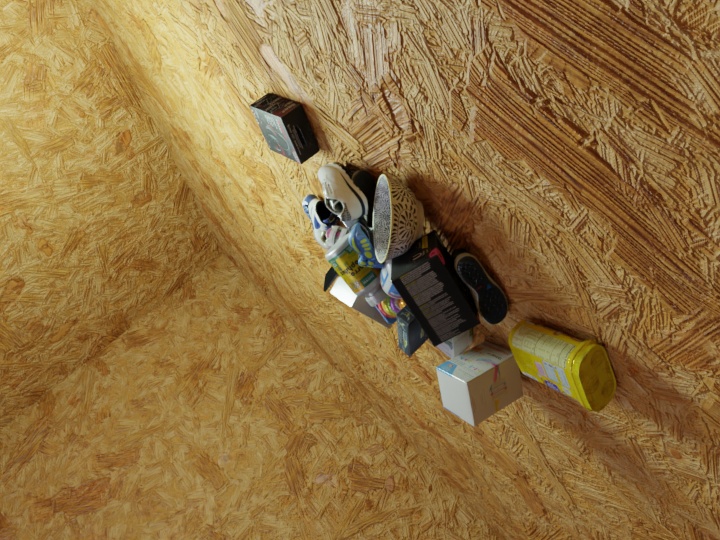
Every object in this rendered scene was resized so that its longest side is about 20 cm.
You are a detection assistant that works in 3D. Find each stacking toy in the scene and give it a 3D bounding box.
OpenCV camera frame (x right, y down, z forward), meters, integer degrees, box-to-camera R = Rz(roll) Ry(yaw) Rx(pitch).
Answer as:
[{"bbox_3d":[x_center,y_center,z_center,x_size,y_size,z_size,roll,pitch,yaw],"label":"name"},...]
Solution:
[{"bbox_3d":[0.111,0.090,1.675,0.117,0.109,0.200,51,172,-6],"label":"stacking toy"}]

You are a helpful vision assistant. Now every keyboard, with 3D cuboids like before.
[{"bbox_3d":[-0.067,-0.027,1.854,0.020,0.129,0.200,22,136,-19],"label":"keyboard"}]

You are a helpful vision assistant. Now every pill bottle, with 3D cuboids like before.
[{"bbox_3d":[0.116,-0.008,1.517,0.112,0.112,0.200,46,162,10],"label":"pill bottle"},{"bbox_3d":[0.000,0.000,1.643,0.201,0.113,0.112,51,162,-10],"label":"pill bottle"}]

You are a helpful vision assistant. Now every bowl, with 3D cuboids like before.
[{"bbox_3d":[0.091,-0.118,1.337,0.201,0.092,0.205,180,90,-79],"label":"bowl"}]

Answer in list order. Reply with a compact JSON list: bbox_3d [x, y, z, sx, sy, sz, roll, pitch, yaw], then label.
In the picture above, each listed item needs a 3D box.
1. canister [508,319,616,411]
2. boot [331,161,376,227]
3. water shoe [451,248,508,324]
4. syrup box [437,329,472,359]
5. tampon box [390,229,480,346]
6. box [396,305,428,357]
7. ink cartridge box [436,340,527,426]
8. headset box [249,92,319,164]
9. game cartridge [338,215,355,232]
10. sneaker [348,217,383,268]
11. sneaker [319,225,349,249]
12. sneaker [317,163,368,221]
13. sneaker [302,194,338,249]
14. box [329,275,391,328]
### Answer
[{"bbox_3d":[0.419,0.193,1.221,0.199,0.086,0.150,23,147,58],"label":"canister"},{"bbox_3d":[-0.004,-0.190,1.525,0.153,0.073,0.206,34,155,50],"label":"boot"},{"bbox_3d":[0.274,0.031,1.319,0.202,0.071,0.079,57,-172,-23],"label":"water shoe"},{"bbox_3d":[0.246,0.148,1.555,0.079,0.081,0.201,40,159,34],"label":"syrup box"},{"bbox_3d":[0.172,0.039,1.345,0.201,0.125,0.151,55,-163,-20],"label":"tampon box"},{"bbox_3d":[0.170,0.132,1.586,0.051,0.157,0.201,40,159,27],"label":"box"},{"bbox_3d":[0.316,0.280,1.489,0.128,0.198,0.127,18,127,58],"label":"ink cartridge box"},{"bbox_3d":[-0.204,-0.392,1.597,0.199,0.075,0.150,33,154,44],"label":"headset box"},{"bbox_3d":[-0.027,-0.142,1.589,0.133,0.041,0.201,50,-175,-39],"label":"game cartridge"},{"bbox_3d":[0.021,-0.066,1.478,0.069,0.084,0.200,4,154,18],"label":"sneaker"},{"bbox_3d":[-0.059,-0.092,1.745,0.088,0.083,0.199,31,154,-29],"label":"sneaker"},{"bbox_3d":[-0.061,-0.195,1.430,0.200,0.080,0.077,48,155,38],"label":"sneaker"},{"bbox_3d":[-0.108,-0.145,1.838,0.115,0.080,0.201,24,147,58],"label":"sneaker"},{"bbox_3d":[0.022,0.088,1.836,0.199,0.099,0.124,32,178,-43],"label":"box"}]
